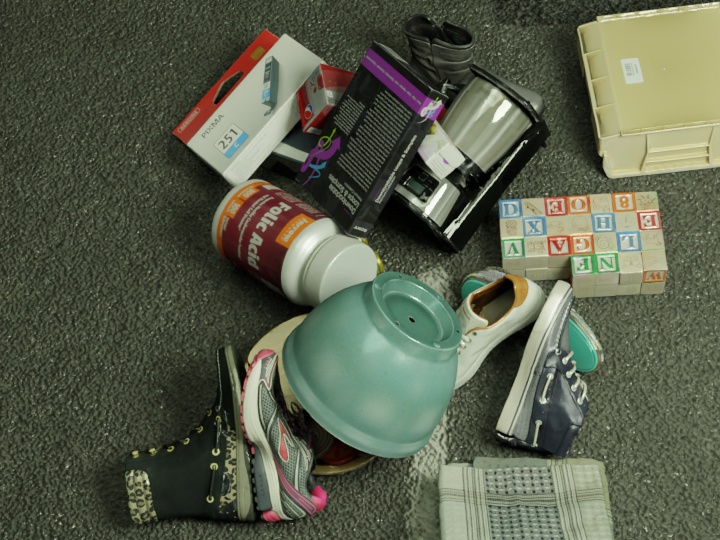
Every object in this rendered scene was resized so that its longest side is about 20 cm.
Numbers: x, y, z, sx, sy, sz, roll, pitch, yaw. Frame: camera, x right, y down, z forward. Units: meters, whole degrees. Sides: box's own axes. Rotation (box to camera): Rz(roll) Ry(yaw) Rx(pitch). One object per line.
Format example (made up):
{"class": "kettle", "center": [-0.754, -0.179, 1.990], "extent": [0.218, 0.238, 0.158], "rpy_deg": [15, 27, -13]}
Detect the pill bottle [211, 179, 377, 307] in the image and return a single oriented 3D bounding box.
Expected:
{"class": "pill bottle", "center": [-0.081, -0.026, 1.679], "extent": [0.199, 0.115, 0.114], "rpy_deg": [29, 66, 38]}

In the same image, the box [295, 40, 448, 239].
{"class": "box", "center": [0.010, -0.157, 1.640], "extent": [0.201, 0.036, 0.143], "rpy_deg": [-58, 43, 15]}

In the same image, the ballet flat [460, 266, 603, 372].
{"class": "ballet flat", "center": [0.218, 0.051, 1.658], "extent": [0.200, 0.072, 0.072], "rpy_deg": [31, 67, 22]}

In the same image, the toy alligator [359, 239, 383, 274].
{"class": "toy alligator", "center": [0.000, 0.000, 1.715], "extent": [0.059, 0.054, 0.201], "rpy_deg": [-27, 60, -10]}

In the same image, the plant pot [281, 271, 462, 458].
{"class": "plant pot", "center": [0.031, 0.088, 1.522], "extent": [0.199, 0.134, 0.201], "rpy_deg": [27, 31, -17]}

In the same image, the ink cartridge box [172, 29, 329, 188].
{"class": "ink cartridge box", "center": [-0.154, -0.229, 1.821], "extent": [0.200, 0.045, 0.176], "rpy_deg": [-49, 50, -3]}

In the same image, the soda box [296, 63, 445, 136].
{"class": "soda box", "center": [0.018, -0.201, 1.766], "extent": [0.199, 0.063, 0.070], "rpy_deg": [12, 52, -33]}

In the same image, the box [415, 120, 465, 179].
{"class": "box", "center": [0.064, -0.186, 1.658], "extent": [0.039, 0.041, 0.200], "rpy_deg": [-39, 43, 8]}

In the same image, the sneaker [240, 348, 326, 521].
{"class": "sneaker", "center": [-0.087, 0.185, 1.556], "extent": [0.074, 0.202, 0.081], "rpy_deg": [-7, 14, 13]}

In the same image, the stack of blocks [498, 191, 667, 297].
{"class": "stack of blocks", "center": [0.274, -0.030, 1.700], "extent": [0.198, 0.059, 0.116], "rpy_deg": [-3, 59, 5]}

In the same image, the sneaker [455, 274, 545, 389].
{"class": "sneaker", "center": [0.120, 0.071, 1.609], "extent": [0.200, 0.085, 0.073], "rpy_deg": [-43, 55, 13]}

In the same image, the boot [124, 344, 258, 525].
{"class": "boot", "center": [-0.199, 0.195, 1.586], "extent": [0.152, 0.073, 0.205], "rpy_deg": [-7, 84, 5]}

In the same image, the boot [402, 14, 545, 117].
{"class": "boot", "center": [0.148, -0.262, 1.809], "extent": [0.199, 0.132, 0.070], "rpy_deg": [16, 61, 15]}

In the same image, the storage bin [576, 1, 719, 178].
{"class": "storage bin", "center": [0.394, -0.236, 1.791], "extent": [0.197, 0.094, 0.201], "rpy_deg": [-7, 59, 3]}

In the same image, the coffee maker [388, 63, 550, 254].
{"class": "coffee maker", "center": [0.141, -0.126, 1.724], "extent": [0.200, 0.192, 0.135], "rpy_deg": [-51, 42, 1]}

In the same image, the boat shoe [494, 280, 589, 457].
{"class": "boat shoe", "center": [0.231, 0.119, 1.579], "extent": [0.092, 0.075, 0.201], "rpy_deg": [21, 99, 12]}

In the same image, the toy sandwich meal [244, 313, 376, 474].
{"class": "toy sandwich meal", "center": [-0.043, 0.143, 1.626], "extent": [0.203, 0.070, 0.207], "rpy_deg": [-3, 59, 5]}

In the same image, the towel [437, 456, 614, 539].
{"class": "towel", "center": [0.180, 0.259, 1.496], "extent": [0.191, 0.035, 0.200], "rpy_deg": [-3, 24, 5]}

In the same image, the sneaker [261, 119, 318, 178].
{"class": "sneaker", "center": [-0.026, -0.175, 1.809], "extent": [0.201, 0.077, 0.147], "rpy_deg": [26, 68, 21]}
